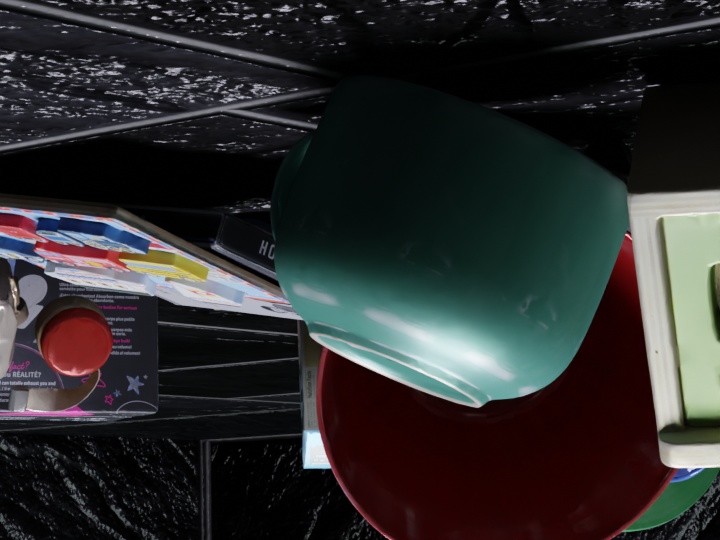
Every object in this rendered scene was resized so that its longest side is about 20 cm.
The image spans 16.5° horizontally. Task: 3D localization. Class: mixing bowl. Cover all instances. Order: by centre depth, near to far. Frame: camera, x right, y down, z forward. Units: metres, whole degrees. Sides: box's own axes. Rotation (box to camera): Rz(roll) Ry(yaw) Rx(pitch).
[{"bbox_3d":[0.071,0.045,1.305,0.198,0.202,0.108,-1,-163,-6],"label":"mixing bowl"}]

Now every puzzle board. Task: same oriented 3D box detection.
[{"bbox_3d":[-0.156,-0.011,1.398,0.199,0.018,0.150,7,166,42],"label":"puzzle board"}]

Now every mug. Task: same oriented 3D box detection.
[{"bbox_3d":[0.034,-0.005,1.155,0.151,0.115,0.185,23,172,-8],"label":"mug"}]

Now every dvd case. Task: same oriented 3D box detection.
[{"bbox_3d":[-0.095,-0.005,1.453,0.199,0.025,0.150,6,166,46],"label":"dvd case"}]

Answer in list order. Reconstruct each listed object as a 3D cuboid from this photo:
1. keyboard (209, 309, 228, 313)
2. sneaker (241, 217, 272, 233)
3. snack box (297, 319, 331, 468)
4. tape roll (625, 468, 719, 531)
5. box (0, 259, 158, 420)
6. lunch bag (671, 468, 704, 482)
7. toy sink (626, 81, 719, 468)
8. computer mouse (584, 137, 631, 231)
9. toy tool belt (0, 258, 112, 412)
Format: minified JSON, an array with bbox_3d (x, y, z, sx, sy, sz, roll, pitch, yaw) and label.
[{"bbox_3d":[-0.037,0.017,1.943,0.199,0.021,0.127,-7,177,36],"label":"keyboard"},{"bbox_3d":[0.000,0.000,1.634,0.199,0.085,0.075,33,164,-31],"label":"sneaker"},{"bbox_3d":[0.014,0.061,1.735,0.115,0.037,0.201,0,-144,-2],"label":"snack box"},{"bbox_3d":[0.186,0.096,1.865,0.199,0.202,0.048,2,173,-26],"label":"tape roll"},{"bbox_3d":[-0.252,0.045,1.732,0.199,0.116,0.132,3,174,-21],"label":"box"},{"bbox_3d":[0.183,0.051,1.539,0.132,0.136,0.200,44,167,-12],"label":"lunch bag"},{"bbox_3d":[0.202,0.022,1.162,0.129,0.201,0.112,-2,-148,14],"label":"toy sink"},{"bbox_3d":[0.055,-0.040,1.365,0.198,0.044,0.110,-2,163,8],"label":"computer mouse"},{"bbox_3d":[-0.263,0.015,1.586,0.198,0.126,0.123,4,-157,-17],"label":"toy tool belt"}]
